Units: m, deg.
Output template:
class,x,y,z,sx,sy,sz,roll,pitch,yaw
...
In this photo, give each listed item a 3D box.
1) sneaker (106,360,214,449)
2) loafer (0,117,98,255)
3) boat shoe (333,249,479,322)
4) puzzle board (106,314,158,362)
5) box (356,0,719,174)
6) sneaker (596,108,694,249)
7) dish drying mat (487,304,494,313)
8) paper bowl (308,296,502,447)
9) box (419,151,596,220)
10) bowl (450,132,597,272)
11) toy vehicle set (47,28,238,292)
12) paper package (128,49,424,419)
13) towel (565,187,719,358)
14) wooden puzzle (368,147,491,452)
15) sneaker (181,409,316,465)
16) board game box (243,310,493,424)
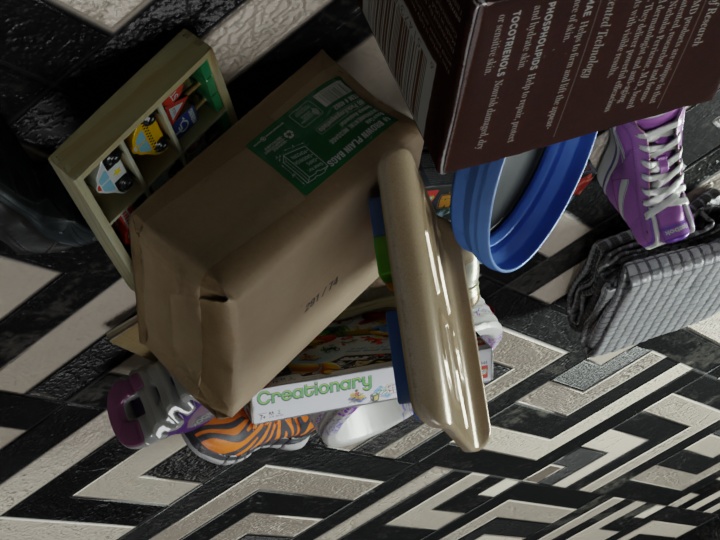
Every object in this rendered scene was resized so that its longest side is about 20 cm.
class,x,y,z,sx,sy,sz,roll,pitch,yaw
sneaker,-0.133,0.094,1.203,0.200,0.081,0.088,-31,160,24
loafer,-0.245,-0.051,0.873,0.072,0.073,0.200,-25,153,11
boat shoe,0.000,0.000,1.112,0.199,0.072,0.065,-2,111,0
puzzle board,-0.120,0.047,1.223,0.151,0.017,0.200,-31,154,12
box,0.115,-0.188,0.800,0.200,0.166,0.164,-17,153,-14
sneaker,0.268,-0.090,1.174,0.073,0.114,0.201,-20,153,-4
dish drying mat,0.054,0.091,1.447,0.077,0.018,0.200,7,142,-45
paper bowl,0.026,0.072,1.263,0.200,0.104,0.201,-31,163,-10
box,0.093,-0.053,1.181,0.200,0.040,0.137,-7,149,-29
bowl,0.129,-0.097,1.011,0.201,0.039,0.201,-47,151,-37
toy vehicle set,-0.134,-0.064,0.924,0.124,0.026,0.200,-47,159,-14
paper package,-0.061,-0.023,0.953,0.200,0.103,0.191,-43,163,-25
towel,0.316,0.005,1.430,0.165,0.086,0.200,-17,155,-11
wooden puzzle,0.043,0.030,0.931,0.046,0.186,0.200,-11,165,12
sneaker,-0.092,0.133,1.357,0.112,0.078,0.200,-44,159,28
board game box,-0.008,0.067,1.083,0.200,0.126,0.035,-9,114,-17
